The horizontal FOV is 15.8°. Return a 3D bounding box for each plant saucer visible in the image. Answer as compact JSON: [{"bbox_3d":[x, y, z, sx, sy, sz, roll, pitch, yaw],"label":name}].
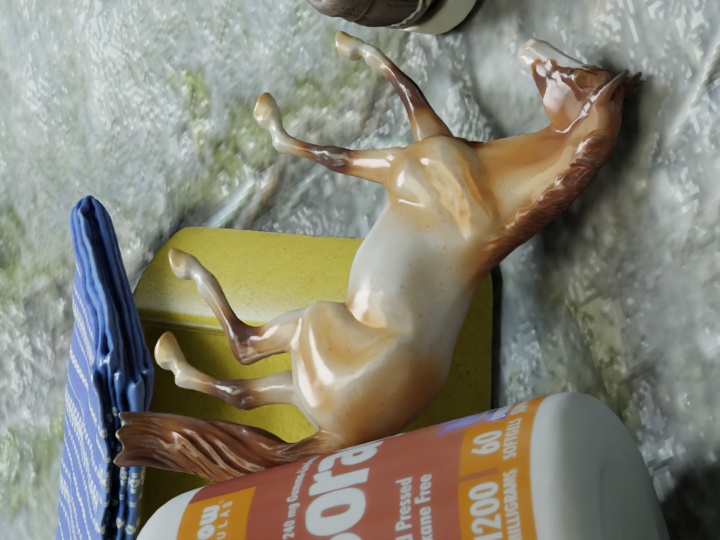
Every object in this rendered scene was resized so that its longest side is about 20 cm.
[{"bbox_3d":[-0.033,0.087,0.985,0.199,0.048,0.201,4,94,51],"label":"plant saucer"}]

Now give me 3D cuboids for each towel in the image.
[{"bbox_3d":[-0.111,0.088,1.041,0.145,0.024,0.201,-112,27,-58],"label":"towel"}]

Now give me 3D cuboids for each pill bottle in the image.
[{"bbox_3d":[-0.004,0.115,0.834,0.199,0.112,0.113,-16,77,19],"label":"pill bottle"}]

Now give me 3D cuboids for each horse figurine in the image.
[{"bbox_3d":[0.000,0.000,0.891,0.132,0.050,0.201,28,83,32],"label":"horse figurine"}]

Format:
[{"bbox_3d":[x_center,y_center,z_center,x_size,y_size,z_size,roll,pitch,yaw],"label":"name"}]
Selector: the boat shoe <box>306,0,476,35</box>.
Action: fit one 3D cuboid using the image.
[{"bbox_3d":[-0.011,-0.180,0.939,0.072,0.059,0.201,-32,67,47],"label":"boat shoe"}]
